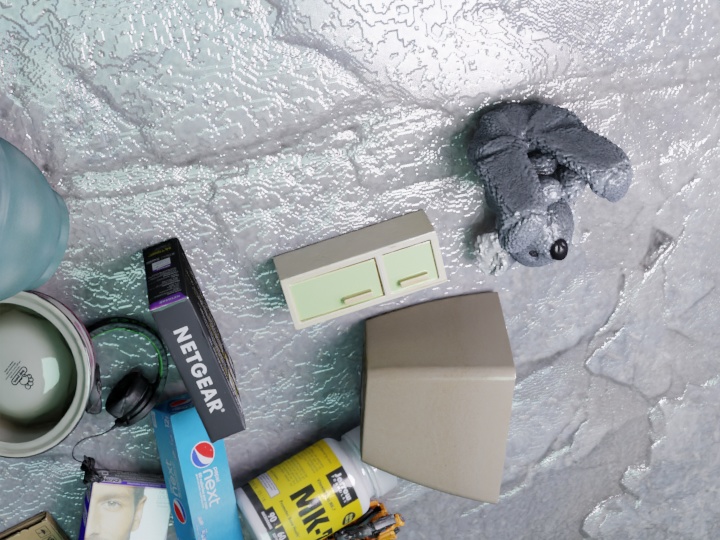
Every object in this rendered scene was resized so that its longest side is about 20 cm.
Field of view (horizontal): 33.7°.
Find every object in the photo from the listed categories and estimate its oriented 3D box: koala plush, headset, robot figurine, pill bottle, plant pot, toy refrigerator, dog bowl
[{"bbox_3d":[0.213,-0.082,1.442,0.176,0.184,0.201,-27,143,-11],"label":"koala plush"},{"bbox_3d":[-0.309,0.160,1.466,0.123,0.094,0.201,16,102,-20],"label":"headset"},{"bbox_3d":[-0.034,0.375,1.645,0.199,0.059,0.145,-24,161,-3],"label":"robot figurine"},{"bbox_3d":[-0.059,0.293,1.571,0.199,0.114,0.115,-29,122,-14],"label":"pill bottle"},{"bbox_3d":[0.088,0.154,1.511,0.175,0.200,0.202,3,118,-3],"label":"plant pot"},{"bbox_3d":[0.000,0.000,1.467,0.198,0.070,0.076,-18,120,-4],"label":"toy refrigerator"},{"bbox_3d":[-0.400,0.112,1.394,0.198,0.074,0.202,1,99,6],"label":"dog bowl"},{"bbox_3d":[-0.403,-0.048,1.291,0.201,0.201,0.134,-51,143,16],"label":"plant pot"}]

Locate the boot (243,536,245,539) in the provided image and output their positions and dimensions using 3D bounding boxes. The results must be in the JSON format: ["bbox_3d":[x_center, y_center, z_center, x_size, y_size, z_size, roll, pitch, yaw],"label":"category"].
[{"bbox_3d":[-0.245,0.446,1.653,0.154,0.073,0.201,11,118,-17],"label":"boot"}]

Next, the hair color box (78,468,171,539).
[{"bbox_3d":[-0.315,0.368,1.563,0.108,0.065,0.202,8,95,-17],"label":"hair color box"}]

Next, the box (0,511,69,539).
[{"bbox_3d":[-0.448,0.435,1.624,0.163,0.021,0.201,-26,121,2],"label":"box"}]

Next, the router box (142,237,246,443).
[{"bbox_3d":[-0.198,0.082,1.418,0.051,0.149,0.201,-21,120,-2],"label":"router box"}]

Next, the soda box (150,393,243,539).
[{"bbox_3d":[-0.209,0.263,1.521,0.067,0.064,0.202,-18,106,-33],"label":"soda box"}]
